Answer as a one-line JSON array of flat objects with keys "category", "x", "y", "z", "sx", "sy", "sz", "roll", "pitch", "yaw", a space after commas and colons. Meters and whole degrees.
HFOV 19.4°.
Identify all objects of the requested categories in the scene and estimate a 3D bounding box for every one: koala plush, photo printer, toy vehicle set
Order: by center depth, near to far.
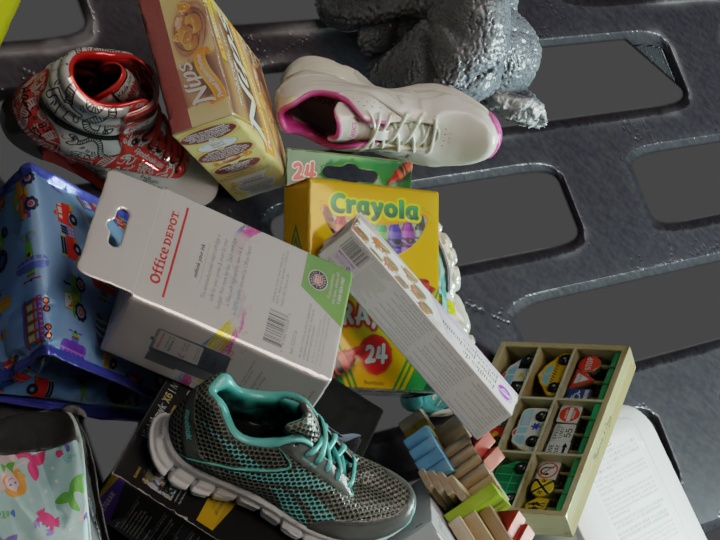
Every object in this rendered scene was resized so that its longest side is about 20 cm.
[{"category": "toy vehicle set", "x": 0.149, "y": 0.140, "z": 1.793, "sx": 0.201, "sy": 0.123, "sz": 0.027, "roll": -63, "pitch": 142, "yaw": -41}, {"category": "photo printer", "x": 0.220, "y": 0.220, "z": 1.851, "sx": 0.166, "sy": 0.069, "sz": 0.201, "roll": -19, "pitch": 81, "yaw": -45}, {"category": "koala plush", "x": 0.096, "y": -0.202, "z": 1.905, "sx": 0.199, "sy": 0.183, "sz": 0.179, "roll": 10, "pitch": 61, "yaw": -51}]

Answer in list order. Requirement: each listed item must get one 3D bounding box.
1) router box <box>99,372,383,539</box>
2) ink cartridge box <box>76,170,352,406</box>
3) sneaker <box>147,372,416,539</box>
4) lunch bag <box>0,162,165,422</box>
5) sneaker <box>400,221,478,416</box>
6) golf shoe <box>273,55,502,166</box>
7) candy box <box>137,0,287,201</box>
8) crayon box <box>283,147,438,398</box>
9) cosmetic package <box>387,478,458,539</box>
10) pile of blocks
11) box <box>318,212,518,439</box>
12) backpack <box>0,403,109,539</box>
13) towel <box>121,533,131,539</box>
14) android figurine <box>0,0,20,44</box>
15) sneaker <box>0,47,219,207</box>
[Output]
[{"category": "router box", "x": -0.087, "y": 0.137, "z": 1.528, "sx": 0.157, "sy": 0.052, "sz": 0.201, "roll": 33, "pitch": 41, "yaw": -4}, {"category": "ink cartridge box", "x": -0.114, "y": 0.021, "z": 1.526, "sx": 0.199, "sy": 0.067, "sz": 0.118, "roll": 25, "pitch": 43, "yaw": -12}, {"category": "sneaker", "x": -0.044, "y": 0.130, "z": 1.453, "sx": 0.198, "sy": 0.091, "sz": 0.078, "roll": 19, "pitch": 45, "yaw": -19}, {"category": "lunch bag", "x": -0.197, "y": 0.027, "z": 1.578, "sx": 0.199, "sy": 0.094, "sz": 0.152, "roll": 19, "pitch": 54, "yaw": -47}, {"category": "sneaker", "x": 0.043, "y": 0.027, "z": 1.795, "sx": 0.079, "sy": 0.077, "sz": 0.202, "roll": -9, "pitch": 74, "yaw": -34}, {"category": "golf shoe", "x": 0.019, "y": -0.121, "z": 1.777, "sx": 0.198, "sy": 0.076, "sz": 0.092, "roll": 12, "pitch": 26, "yaw": 8}, {"category": "candy box", "x": -0.113, "y": -0.139, "z": 1.675, "sx": 0.200, "sy": 0.055, "sz": 0.116, "roll": 51, "pitch": 22, "yaw": -73}, {"category": "crayon box", "x": 0.000, "y": 0.000, "z": 1.718, "sx": 0.126, "sy": 0.051, "sz": 0.202, "roll": 4, "pitch": 81, "yaw": -29}, {"category": "cosmetic package", "x": 0.077, "y": 0.249, "z": 1.641, "sx": 0.152, "sy": 0.051, "sz": 0.200, "roll": 58, "pitch": 3, "yaw": -3}, {"category": "pile of blocks", "x": 0.085, "y": 0.161, "z": 1.669, "sx": 0.082, "sy": 0.062, "sz": 0.200, "roll": 53, "pitch": 4, "yaw": -41}, {"category": "box", "x": 0.046, "y": 0.044, "z": 1.669, "sx": 0.200, "sy": 0.041, "sz": 0.039, "roll": 48, "pitch": 24, "yaw": -9}, {"category": "backpack", "x": -0.232, "y": 0.206, "z": 1.384, "sx": 0.149, "sy": 0.177, "sz": 0.202, "roll": -14, "pitch": 82, "yaw": -22}, {"category": "towel", "x": -0.096, "y": 0.149, "z": 1.594, "sx": 0.111, "sy": 0.049, "sz": 0.200, "roll": 31, "pitch": 43, "yaw": 7}, {"category": "android figurine", "x": -0.348, "y": -0.227, "z": 1.601, "sx": 0.182, "sy": 0.041, "sz": 0.201, "roll": 37, "pitch": 47, "yaw": -22}, {"category": "sneaker", "x": -0.172, "y": -0.108, "z": 1.645, "sx": 0.200, "sy": 0.108, "sz": 0.068, "roll": 23, "pitch": 55, "yaw": -32}]
